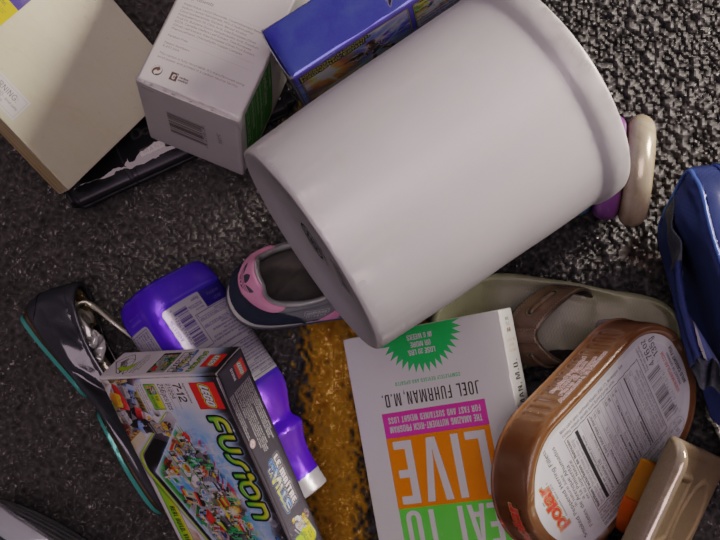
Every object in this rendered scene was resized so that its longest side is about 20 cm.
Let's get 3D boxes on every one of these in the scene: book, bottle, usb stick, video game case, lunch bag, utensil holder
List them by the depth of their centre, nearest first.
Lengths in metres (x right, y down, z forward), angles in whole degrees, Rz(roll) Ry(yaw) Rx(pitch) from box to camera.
[{"bbox_3d":[0.047,-0.069,0.789,0.200,0.170,0.170,-34,87,-8],"label":"utensil holder"},{"bbox_3d":[0.291,0.022,0.857,0.132,0.136,0.201,-10,66,0],"label":"lunch bag"},{"bbox_3d":[0.038,-0.178,0.867,0.200,0.181,0.046,-33,78,1],"label":"video game case"},{"bbox_3d":[0.070,0.138,0.898,0.133,0.048,0.201,-13,87,30],"label":"book"},{"bbox_3d":[-0.100,0.092,0.916,0.065,0.083,0.200,-36,88,41],"label":"bottle"},{"bbox_3d":[-0.149,-0.110,0.949,0.199,0.033,0.056,-25,81,1],"label":"usb stick"}]

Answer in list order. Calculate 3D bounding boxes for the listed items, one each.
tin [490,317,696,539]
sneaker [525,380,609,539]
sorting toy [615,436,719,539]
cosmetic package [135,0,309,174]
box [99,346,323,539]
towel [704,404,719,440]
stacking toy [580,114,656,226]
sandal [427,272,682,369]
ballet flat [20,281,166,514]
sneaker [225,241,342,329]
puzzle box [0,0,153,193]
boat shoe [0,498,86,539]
[{"bbox_3d":[0.171,0.116,0.850,0.200,0.042,0.112,-41,111,-29],"label":"tin"},{"bbox_3d":[0.143,0.178,0.919,0.084,0.074,0.201,1,94,27],"label":"sneaker"},{"bbox_3d":[0.198,0.208,0.850,0.036,0.200,0.186,25,89,26],"label":"sorting toy"},{"bbox_3d":[-0.086,-0.189,0.887,0.085,0.108,0.201,22,74,3],"label":"cosmetic package"},{"bbox_3d":[-0.103,0.149,0.874,0.110,0.035,0.201,-6,117,32],"label":"box"},{"bbox_3d":[0.387,0.152,0.916,0.192,0.035,0.201,-26,86,-9],"label":"towel"},{"bbox_3d":[0.123,-0.085,0.921,0.199,0.085,0.086,6,89,9],"label":"stacking toy"},{"bbox_3d":[0.151,0.042,0.920,0.200,0.057,0.080,0,88,2],"label":"sandal"},{"bbox_3d":[-0.186,0.092,0.927,0.073,0.073,0.200,-36,85,1],"label":"ballet flat"},{"bbox_3d":[0.000,0.000,0.899,0.199,0.082,0.070,-15,79,-15],"label":"sneaker"},{"bbox_3d":[-0.243,-0.174,0.878,0.200,0.025,0.133,50,63,-18],"label":"puzzle box"},{"bbox_3d":[-0.218,0.256,0.920,0.200,0.072,0.071,36,86,1],"label":"boat shoe"}]
